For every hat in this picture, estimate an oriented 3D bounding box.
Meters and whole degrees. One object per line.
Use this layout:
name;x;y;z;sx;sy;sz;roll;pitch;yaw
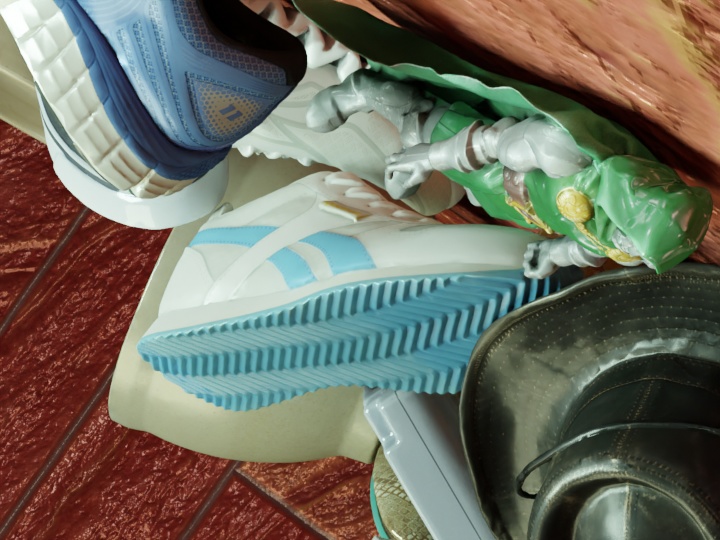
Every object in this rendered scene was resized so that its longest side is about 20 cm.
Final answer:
hat;0.112;0.099;0.787;0.200;0.201;0.081;35;-139;-3

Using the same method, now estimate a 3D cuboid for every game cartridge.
game cartridge;0.047;0.090;0.975;0.133;0.041;0.200;56;-175;-7

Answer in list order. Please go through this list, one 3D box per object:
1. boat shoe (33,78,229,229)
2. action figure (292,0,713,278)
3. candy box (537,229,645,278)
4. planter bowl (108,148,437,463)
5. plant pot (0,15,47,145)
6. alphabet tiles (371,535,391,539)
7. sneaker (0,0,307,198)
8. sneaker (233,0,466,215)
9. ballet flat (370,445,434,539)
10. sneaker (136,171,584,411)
boat shoe;-0.110;-0.101;0.969;0.068;0.072;0.200;86;165;-46
action figure;0.050;-0.033;0.724;0.118;0.055;0.200;36;175;-27
candy box;0.119;0.032;0.952;0.115;0.055;0.200;35;178;7
planter bowl;-0.024;0.018;1.177;0.134;0.201;0.200;26;177;6
plant pot;-0.147;-0.118;1.133;0.200;0.093;0.201;29;174;3
alphabet tiles;0.088;0.182;0.949;0.200;0.006;0.166;41;-178;18
sneaker;-0.086;-0.123;0.696;0.200;0.089;0.079;54;-162;-21
sneaker;-0.047;-0.075;0.907;0.200;0.081;0.075;35;176;-14
ballet flat;0.049;0.095;1.148;0.071;0.065;0.200;47;-167;-6
sneaker;0.000;0.000;0.866;0.200;0.081;0.077;-6;142;39
